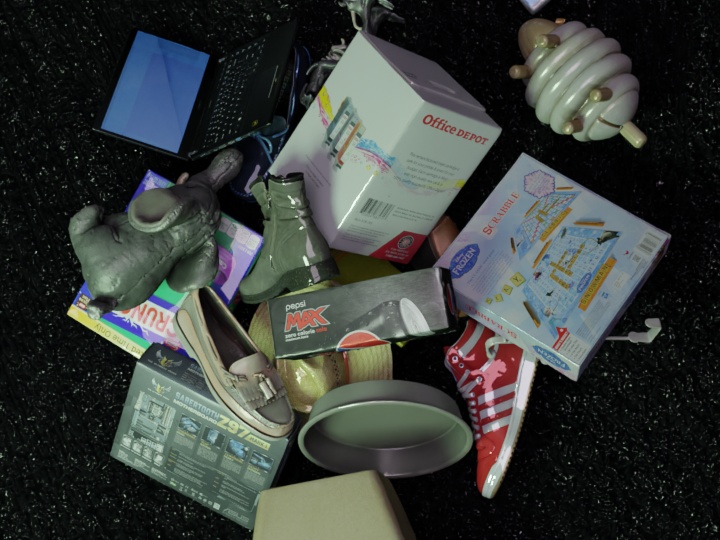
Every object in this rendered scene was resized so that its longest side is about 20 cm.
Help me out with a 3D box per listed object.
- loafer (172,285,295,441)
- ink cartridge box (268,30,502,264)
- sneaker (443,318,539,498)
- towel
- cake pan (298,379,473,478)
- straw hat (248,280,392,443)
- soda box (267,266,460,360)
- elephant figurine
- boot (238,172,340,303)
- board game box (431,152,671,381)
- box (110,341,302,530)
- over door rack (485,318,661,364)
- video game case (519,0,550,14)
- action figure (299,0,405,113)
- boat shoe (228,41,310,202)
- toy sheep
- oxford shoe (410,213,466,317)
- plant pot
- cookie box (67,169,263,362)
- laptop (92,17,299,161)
[{"bbox_3d":[-0.140,0.101,1.439,0.200,0.072,0.063,48,132,21],"label":"loafer"},{"bbox_3d":[0.027,-0.136,1.445,0.201,0.145,0.145,-54,51,21],"label":"ink cartridge box"},{"bbox_3d":[0.136,0.155,1.497,0.111,0.071,0.202,15,80,4],"label":"sneaker"},{"bbox_3d":[0.000,0.000,1.529,0.200,0.018,0.086,42,52,8],"label":"towel"},{"bbox_3d":[0.028,0.180,1.458,0.198,0.201,0.037,-4,57,6],"label":"cake pan"},{"bbox_3d":[-0.060,0.116,1.486,0.199,0.085,0.204,4,103,19],"label":"straw hat"},{"bbox_3d":[0.003,0.048,1.394,0.198,0.063,0.072,-12,81,15],"label":"soda box"},{"bbox_3d":[-0.215,-0.045,1.441,0.198,0.141,0.157,-24,78,7],"label":"elephant figurine"},{"bbox_3d":[-0.093,-0.040,1.433,0.067,0.199,0.132,-19,90,-30],"label":"boot"},{"bbox_3d":[0.210,-0.008,1.435,0.199,0.041,0.200,32,66,19],"label":"board game box"},{"bbox_3d":[-0.182,0.193,1.499,0.198,0.051,0.159,25,126,5],"label":"box"},{"bbox_3d":[0.231,0.027,1.476,0.197,0.067,0.149,-5,60,-1],"label":"over door rack"},{"bbox_3d":[0.227,-0.443,1.558,0.199,0.023,0.183,-39,82,1],"label":"video game case"},{"bbox_3d":[-0.010,-0.229,1.524,0.101,0.119,0.202,21,83,14],"label":"action figure"},{"bbox_3d":[-0.120,-0.185,1.554,0.083,0.069,0.202,13,87,7],"label":"boat shoe"},{"bbox_3d":[0.254,-0.213,1.482,0.137,0.138,0.201,-38,76,2],"label":"toy sheep"},{"bbox_3d":[0.093,-0.038,1.531,0.071,0.071,0.202,-12,78,-27],"label":"oxford shoe"},{"bbox_3d":[-0.026,0.328,1.450,0.198,0.200,0.179,-12,75,5],"label":"plant pot"},{"bbox_3d":[-0.228,0.009,1.549,0.170,0.075,0.201,30,90,6],"label":"cookie box"},{"bbox_3d":[-0.189,-0.230,1.507,0.199,0.103,0.179,-19,45,34],"label":"laptop"}]
